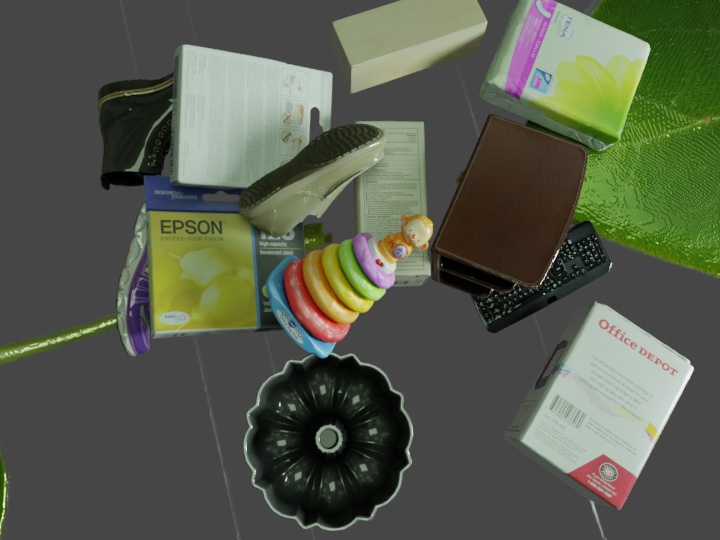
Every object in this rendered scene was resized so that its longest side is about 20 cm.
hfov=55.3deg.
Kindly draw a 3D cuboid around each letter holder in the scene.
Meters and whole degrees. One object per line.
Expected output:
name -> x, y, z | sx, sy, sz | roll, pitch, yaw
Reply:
letter holder -> 0.189, -0.069, 0.862 | 0.140, 0.101, 0.202 | 21, 72, 14

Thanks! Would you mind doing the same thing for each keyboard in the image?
keyboard -> 0.234, -0.006, 0.908 | 0.198, 0.040, 0.105 | -27, 83, -10

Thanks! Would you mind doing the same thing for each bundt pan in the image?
bundt pan -> -0.038, 0.201, 0.826 | 0.198, 0.076, 0.205 | 1, 78, -3

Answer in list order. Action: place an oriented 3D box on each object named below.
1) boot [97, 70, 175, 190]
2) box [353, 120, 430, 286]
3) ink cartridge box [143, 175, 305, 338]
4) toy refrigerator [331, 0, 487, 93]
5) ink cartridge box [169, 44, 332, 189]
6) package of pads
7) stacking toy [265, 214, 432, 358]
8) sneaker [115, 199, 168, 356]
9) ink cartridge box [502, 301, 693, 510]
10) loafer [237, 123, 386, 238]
boot -> -0.236, -0.176, 0.878 | 0.197, 0.078, 0.140 | -11, 66, 7
box -> 0.037, -0.085, 0.889 | 0.093, 0.078, 0.203 | 1, 79, -3
ink cartridge box -> -0.162, -0.023, 0.849 | 0.195, 0.047, 0.203 | -1, 80, -25
toy refrigerator -> 0.065, -0.319, 0.944 | 0.198, 0.070, 0.077 | -21, 74, -9
ink cartridge box -> -0.135, -0.182, 0.862 | 0.197, 0.047, 0.163 | 2, 92, -29
package of pads -> 0.284, -0.277, 0.952 | 0.198, 0.068, 0.156 | 24, 79, 0
stacking toy -> 0.000, 0.000, 0.780 | 0.199, 0.110, 0.117 | -32, 102, 22
sneaker -> -0.250, 0.007, 0.851 | 0.082, 0.081, 0.203 | 12, 78, -8
ink cartridge box -> 0.292, 0.166, 0.854 | 0.147, 0.086, 0.201 | 34, 77, 4
loafer -> -0.053, -0.109, 0.839 | 0.198, 0.069, 0.076 | -29, 40, 1
